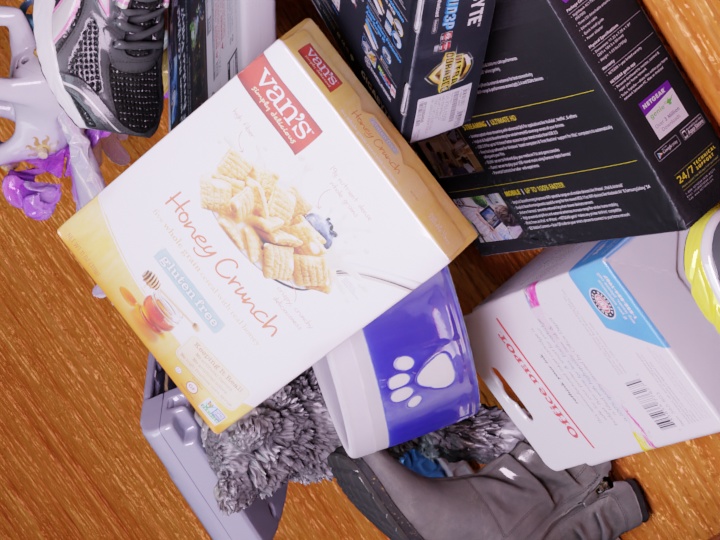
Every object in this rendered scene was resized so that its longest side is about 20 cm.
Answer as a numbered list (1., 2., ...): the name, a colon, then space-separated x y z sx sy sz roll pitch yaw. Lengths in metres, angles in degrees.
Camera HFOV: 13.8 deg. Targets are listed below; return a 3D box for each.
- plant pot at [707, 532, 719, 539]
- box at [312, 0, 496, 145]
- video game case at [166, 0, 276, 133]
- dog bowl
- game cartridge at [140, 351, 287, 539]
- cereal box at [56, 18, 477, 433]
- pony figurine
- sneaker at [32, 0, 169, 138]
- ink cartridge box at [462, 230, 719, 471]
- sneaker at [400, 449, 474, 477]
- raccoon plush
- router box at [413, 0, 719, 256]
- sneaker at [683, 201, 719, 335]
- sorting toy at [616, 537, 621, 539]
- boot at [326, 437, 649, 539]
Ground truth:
1. plant pot: 0.237 0.221 1.659 0.200 0.140 0.201 36 148 27
2. box: 0.001 -0.186 1.505 0.201 0.046 0.159 61 161 26
3. video game case: -0.079 -0.125 1.678 0.182 0.023 0.201 131 139 -64
4. dog bowl: 0.000 0.000 1.685 0.200 0.078 0.201 162 90 -85
5. game cartridge: -0.088 0.087 1.888 0.041 0.200 0.133 -25 120 18
6. cereal box: -0.052 -0.020 1.555 0.144 0.040 0.200 51 128 -1
7. pony figurine: -0.197 -0.093 1.879 0.194 0.199 0.167 100 167 -51
8. sneaker: -0.138 -0.175 1.723 0.086 0.080 0.201 0 100 46
9. ink cartridge box: 0.141 0.038 1.650 0.115 0.068 0.200 53 154 -6
10. sneaker: 0.012 0.088 1.928 0.087 0.075 0.201 37 151 44
11. raccoon plush: -0.001 0.095 1.783 0.199 0.134 0.097 1 113 13
12. router box: 0.094 -0.087 1.569 0.150 0.051 0.200 57 153 -14
13. sneaker: 0.240 0.049 1.501 0.200 0.074 0.085 53 153 -9
14. sorting toy: 0.160 0.281 1.958 0.200 0.070 0.199 51 155 -5
15. boot: 0.078 0.127 1.782 0.200 0.131 0.068 44 173 -32
